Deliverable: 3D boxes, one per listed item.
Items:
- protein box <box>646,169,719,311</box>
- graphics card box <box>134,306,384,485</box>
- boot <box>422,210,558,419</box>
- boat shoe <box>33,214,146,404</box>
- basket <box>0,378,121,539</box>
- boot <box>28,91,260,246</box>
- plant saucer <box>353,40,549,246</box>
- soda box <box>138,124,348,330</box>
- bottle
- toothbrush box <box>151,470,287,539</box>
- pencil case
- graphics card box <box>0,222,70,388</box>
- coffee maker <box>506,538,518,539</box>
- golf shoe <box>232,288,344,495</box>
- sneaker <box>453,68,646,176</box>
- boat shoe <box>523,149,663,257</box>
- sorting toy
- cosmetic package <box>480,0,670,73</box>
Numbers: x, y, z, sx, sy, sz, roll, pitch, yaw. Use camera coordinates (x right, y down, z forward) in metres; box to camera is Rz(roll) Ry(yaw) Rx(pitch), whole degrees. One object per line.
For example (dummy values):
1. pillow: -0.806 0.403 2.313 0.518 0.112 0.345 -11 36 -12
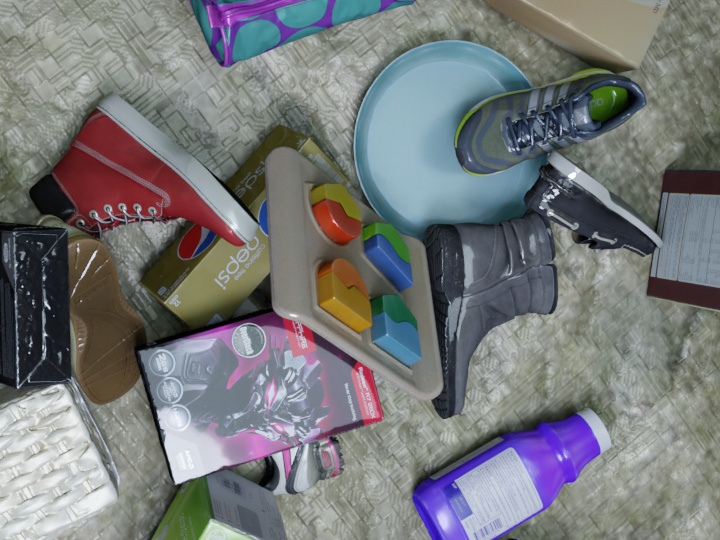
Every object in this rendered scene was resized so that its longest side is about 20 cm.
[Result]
1. protein box: 0.420 -0.020 1.422 0.198 0.200 0.136 7 93 -16
2. graphics card box: -0.089 0.100 1.289 0.199 0.051 0.126 -15 95 -11
3. boot: 0.130 0.045 1.403 0.131 0.070 0.201 -5 110 -20
4. boat shoe: -0.240 0.035 1.285 0.073 0.063 0.200 -30 138 -26
5. basket: -0.319 0.181 1.266 0.199 0.123 0.136 -26 100 -12
6. boot: -0.195 -0.047 1.278 0.200 0.072 0.144 37 84 23
7. plant saucer: 0.086 -0.121 1.409 0.199 0.027 0.201 -1 95 -16
8. soda box: -0.106 -0.036 1.332 0.200 0.068 0.064 -49 123 -8
9. bottle: 0.152 0.203 1.432 0.200 0.065 0.084 -29 98 -12
10. toothbrush box: -0.151 0.290 1.294 0.086 0.146 0.200 27 99 -16
11. pencil case: -0.052 -0.253 1.326 0.199 0.092 0.085 -21 100 -12
12. graphics card box: -0.303 0.023 1.213 0.051 0.200 0.126 -3 94 -34
13. coffee maker: 0.105 0.348 1.369 0.200 0.192 0.135 -27 60 -23
14. golf shoe: -0.086 0.116 1.355 0.092 0.073 0.201 -22 100 -12
15. sneaker: 0.180 -0.145 1.377 0.199 0.081 0.074 -25 101 -16
16. boat shoe: 0.226 -0.051 1.407 0.060 0.074 0.200 -51 142 9
17. sorting toy: 0.000 0.000 1.274 0.036 0.186 0.200 -31 136 30
18. cosmetic package: 0.194 -0.281 1.404 0.199 0.071 0.106 25 87 -16
